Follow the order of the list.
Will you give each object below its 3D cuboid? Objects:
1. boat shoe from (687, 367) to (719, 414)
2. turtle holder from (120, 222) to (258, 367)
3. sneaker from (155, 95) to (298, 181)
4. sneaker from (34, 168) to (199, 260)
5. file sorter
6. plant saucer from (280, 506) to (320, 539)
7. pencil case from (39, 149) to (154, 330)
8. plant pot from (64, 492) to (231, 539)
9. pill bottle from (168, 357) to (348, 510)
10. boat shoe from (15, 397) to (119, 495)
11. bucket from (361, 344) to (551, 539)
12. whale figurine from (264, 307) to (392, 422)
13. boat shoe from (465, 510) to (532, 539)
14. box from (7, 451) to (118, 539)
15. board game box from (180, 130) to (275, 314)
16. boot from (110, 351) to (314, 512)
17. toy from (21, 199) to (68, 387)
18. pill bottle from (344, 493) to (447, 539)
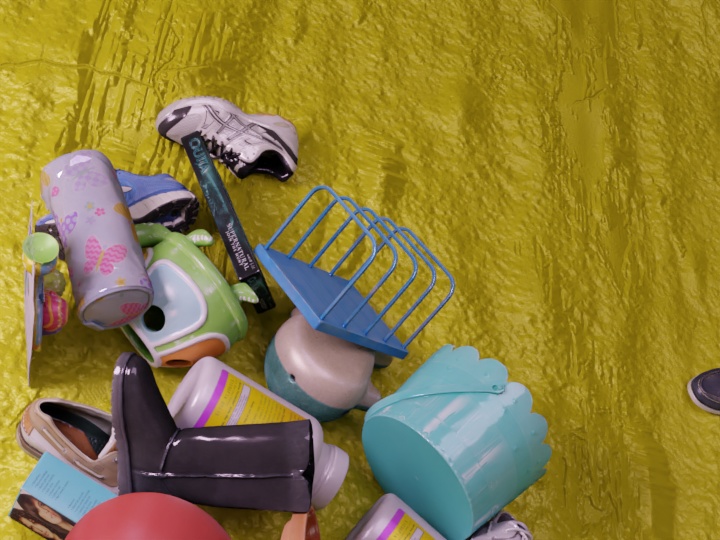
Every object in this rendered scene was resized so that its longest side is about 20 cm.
[{"bbox_3d":[0.569,0.169,1.742,0.198,0.062,0.075,5,59,-25],"label":"boat shoe"},{"bbox_3d":[-0.217,0.025,1.364,0.131,0.141,0.186,-38,107,-20],"label":"turtle holder"},{"bbox_3d":[-0.170,-0.168,1.561,0.198,0.076,0.088,6,57,-24],"label":"sneaker"},{"bbox_3d":[-0.300,-0.070,1.439,0.199,0.079,0.089,-16,47,-30],"label":"sneaker"},{"bbox_3d":[0.000,0.000,1.421,0.139,0.123,0.199,48,15,33],"label":"file sorter"},{"bbox_3d":[-0.059,0.344,1.217,0.032,0.201,0.202,-4,57,3],"label":"plant saucer"},{"bbox_3d":[-0.293,-0.036,1.308,0.090,0.083,0.201,-23,64,-2],"label":"pencil case"},{"bbox_3d":[-0.207,0.327,1.095,0.198,0.177,0.203,0,97,-1],"label":"plant pot"},{"bbox_3d":[-0.114,0.188,1.321,0.199,0.104,0.105,33,49,-15],"label":"pill bottle"},{"bbox_3d":[-0.269,0.196,1.272,0.199,0.068,0.075,23,51,-14],"label":"boat shoe"},{"bbox_3d":[0.107,0.204,1.387,0.134,0.207,0.208,-35,79,-31],"label":"bucket"},{"bbox_3d":[-0.040,0.117,1.445,0.159,0.104,0.200,48,26,12],"label":"whale figurine"},{"bbox_3d":[0.164,0.314,1.347,0.072,0.200,0.069,41,90,9],"label":"boat shoe"},{"bbox_3d":[-0.259,0.271,1.220,0.199,0.082,0.049,33,50,-5],"label":"box"},{"bbox_3d":[-0.161,-0.057,1.458,0.028,0.135,0.201,-23,70,-3],"label":"board game box"},{"bbox_3d":[-0.145,0.164,1.203,0.198,0.166,0.066,2,19,9],"label":"boot"},{"bbox_3d":[-0.333,0.028,1.259,0.047,0.200,0.116,-2,59,-15],"label":"toy"},{"bbox_3d":[0.075,0.351,1.331,0.200,0.104,0.104,41,50,2],"label":"pill bottle"}]
